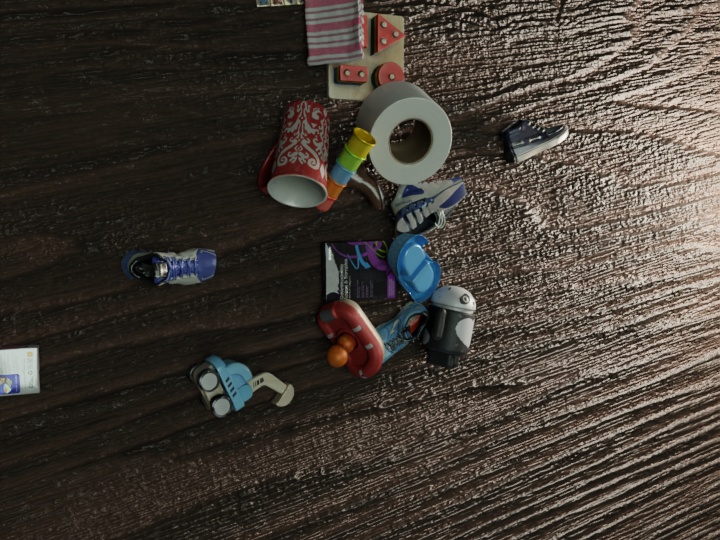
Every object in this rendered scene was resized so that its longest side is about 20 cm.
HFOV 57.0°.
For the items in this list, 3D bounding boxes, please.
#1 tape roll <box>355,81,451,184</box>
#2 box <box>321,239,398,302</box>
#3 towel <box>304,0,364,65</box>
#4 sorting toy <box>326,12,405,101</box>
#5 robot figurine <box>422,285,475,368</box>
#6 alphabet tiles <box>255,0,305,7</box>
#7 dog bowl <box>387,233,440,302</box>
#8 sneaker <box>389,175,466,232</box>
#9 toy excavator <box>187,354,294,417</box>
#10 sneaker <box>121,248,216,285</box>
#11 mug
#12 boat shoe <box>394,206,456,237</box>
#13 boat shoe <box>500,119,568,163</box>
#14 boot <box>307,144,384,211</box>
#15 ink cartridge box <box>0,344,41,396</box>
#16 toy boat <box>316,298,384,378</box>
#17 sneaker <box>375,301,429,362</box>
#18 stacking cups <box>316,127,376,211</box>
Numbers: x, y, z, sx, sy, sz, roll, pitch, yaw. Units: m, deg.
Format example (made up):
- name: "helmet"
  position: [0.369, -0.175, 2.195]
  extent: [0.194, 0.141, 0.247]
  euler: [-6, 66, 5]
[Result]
- name: "tape roll"
  position: [0.098, -0.321, 1.540]
  extent: [0.198, 0.140, 0.207]
  euler: [-7, 121, -11]
- name: "box"
  position: [0.000, 0.000, 1.623]
  extent: [0.196, 0.036, 0.147]
  euler: [-3, 96, -20]
- name: "towel"
  position: [-0.063, -0.570, 1.490]
  extent: [0.030, 0.143, 0.205]
  euler: [-12, 101, -64]
- name: "sorting toy"
  position: [0.021, -0.508, 1.564]
  extent: [0.194, 0.069, 0.205]
  euler: [-2, 96, -22]
- name: "robot figurine"
  position: [0.226, 0.141, 1.678]
  extent: [0.122, 0.150, 0.205]
  euler: [10, 92, -9]
- name: "alphabet tiles"
  position: [-0.155, -0.693, 1.509]
  extent: [0.196, 0.008, 0.171]
  euler: [-12, 99, -20]
- name: "dog bowl"
  position: [0.129, -0.010, 1.627]
  extent: [0.112, 0.049, 0.201]
  euler: [-49, 136, -16]
- name: "sneaker"
  position: [0.150, -0.191, 1.609]
  extent: [0.197, 0.116, 0.081]
  euler: [-29, 150, -1]
- name: "toy excavator"
  position: [-0.266, 0.260, 1.517]
  extent: [0.198, 0.099, 0.198]
  euler: [-31, 107, -25]
- name: "sneaker"
  position: [-0.404, -0.001, 1.410]
  extent: [0.195, 0.115, 0.083]
  euler: [-1, 99, -21]
- name: "mug"
  position: [-0.149, -0.262, 1.469]
  extent: [0.173, 0.134, 0.204]
  euler: [2, 66, 8]
- name: "boat shoe"
  position: [0.175, -0.138, 1.665]
  extent: [0.198, 0.062, 0.076]
  euler: [-29, 104, -17]
- name: "boat shoe"
  position: [0.459, -0.364, 1.749]
  extent: [0.197, 0.074, 0.094]
  euler: [-29, 112, -16]
- name: "boot"
  position: [-0.059, -0.184, 1.566]
  extent: [0.198, 0.064, 0.189]
  euler: [-30, 93, -19]
- name: "ink cartridge box"
  position: [-0.756, 0.207, 1.340]
  extent: [0.196, 0.037, 0.097]
  euler: [-2, 97, -24]
- name: "toy boat"
  position: [-0.034, 0.176, 1.560]
  extent: [0.202, 0.129, 0.131]
  euler: [54, 47, -16]
- name: "sneaker"
  position: [0.094, 0.157, 1.646]
  extent: [0.200, 0.090, 0.079]
  euler: [-46, 109, -9]
- name: "stacking cups"
  position: [-0.037, -0.217, 1.475]
  extent: [0.060, 0.061, 0.201]
  euler: [20, 122, -21]
